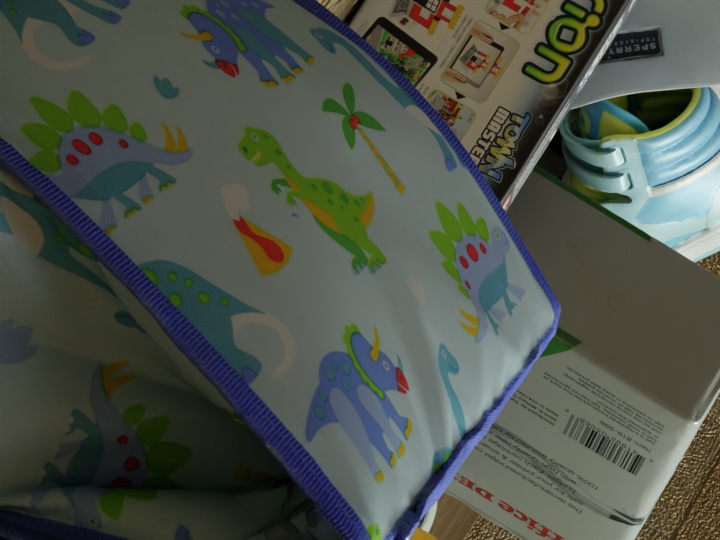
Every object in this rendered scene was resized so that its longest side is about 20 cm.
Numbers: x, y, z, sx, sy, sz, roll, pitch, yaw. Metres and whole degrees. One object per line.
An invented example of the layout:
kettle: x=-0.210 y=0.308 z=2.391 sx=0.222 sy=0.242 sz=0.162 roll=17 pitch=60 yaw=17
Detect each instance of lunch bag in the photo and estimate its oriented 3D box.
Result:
lunch bag: x=-0.056 y=-0.004 z=0.707 sx=0.128 sy=0.199 sz=0.170 roll=-65 pitch=171 yaw=29

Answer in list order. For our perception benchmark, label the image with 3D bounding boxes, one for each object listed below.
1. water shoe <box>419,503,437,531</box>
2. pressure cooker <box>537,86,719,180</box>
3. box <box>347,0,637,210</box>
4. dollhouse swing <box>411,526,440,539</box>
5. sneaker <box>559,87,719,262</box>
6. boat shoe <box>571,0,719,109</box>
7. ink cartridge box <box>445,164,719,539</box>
water shoe: x=-0.045 y=0.135 z=1.410 sx=0.199 sy=0.072 sz=0.079 roll=-20 pitch=155 yaw=-19
pressure cooker: x=0.161 y=-0.117 z=1.599 sx=0.199 sy=0.178 sz=0.177 roll=9 pitch=107 yaw=-36
box: x=0.065 y=-0.124 z=1.319 sx=0.201 sy=0.110 sz=0.035 roll=-57 pitch=171 yaw=-17
dollhouse swing: x=-0.064 y=0.192 z=1.253 sx=0.182 sy=0.175 sz=0.200 roll=-57 pitch=156 yaw=-23
sneaker: x=0.119 y=-0.039 z=1.485 sx=0.199 sy=0.080 sz=0.131 roll=-35 pitch=134 yaw=10
boat shoe: x=0.113 y=-0.119 z=1.390 sx=0.065 sy=0.198 sz=0.074 roll=-64 pitch=154 yaw=-70
ink cartridge box: x=0.103 y=0.057 z=1.412 sx=0.083 sy=0.146 sz=0.200 roll=-54 pitch=171 yaw=-30
